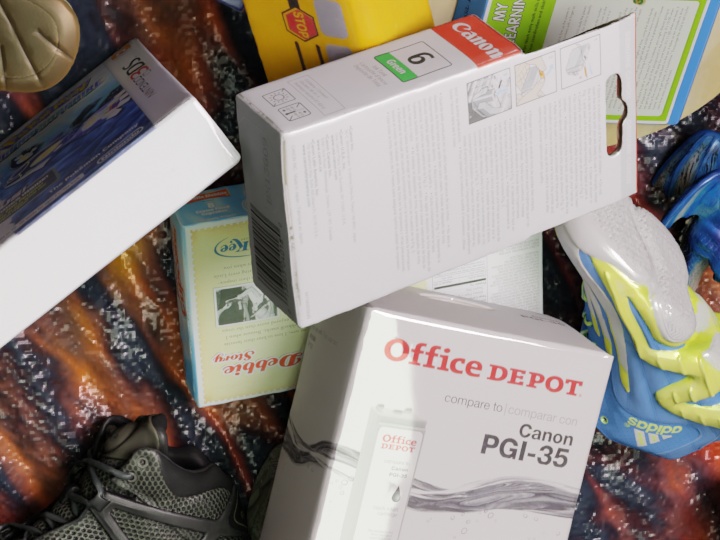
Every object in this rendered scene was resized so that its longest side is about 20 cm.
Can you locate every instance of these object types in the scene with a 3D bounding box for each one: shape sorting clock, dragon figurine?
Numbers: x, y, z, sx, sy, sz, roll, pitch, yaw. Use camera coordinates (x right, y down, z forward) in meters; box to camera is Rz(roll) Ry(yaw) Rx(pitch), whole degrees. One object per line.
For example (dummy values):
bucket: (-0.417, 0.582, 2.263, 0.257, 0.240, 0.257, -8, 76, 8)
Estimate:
shape sorting clock: (0.114, -0.138, 1.366, 0.199, 0.039, 0.201, -7, 137, -7)
dragon figurine: (0.195, -0.038, 1.487, 0.099, 0.059, 0.200, 36, 123, -22)

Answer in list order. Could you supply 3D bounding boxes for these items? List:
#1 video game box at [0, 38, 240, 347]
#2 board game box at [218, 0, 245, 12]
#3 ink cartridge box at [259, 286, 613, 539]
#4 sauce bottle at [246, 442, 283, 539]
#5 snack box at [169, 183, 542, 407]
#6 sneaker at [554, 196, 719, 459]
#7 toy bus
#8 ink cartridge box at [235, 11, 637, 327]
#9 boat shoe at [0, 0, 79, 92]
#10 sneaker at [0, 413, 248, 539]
video game box: (-0.163, -0.028, 1.335, 0.200, 0.182, 0.047, -38, 107, -3)
board game box: (-0.104, -0.262, 1.340, 0.199, 0.041, 0.200, 24, 98, -8)
ink cartridge box: (0.033, 0.117, 1.418, 0.146, 0.083, 0.201, 11, 97, -19)
sauce bottle: (0.035, 0.157, 1.503, 0.199, 0.065, 0.065, 24, 98, -18)
snack box: (0.000, 0.000, 1.451, 0.199, 0.037, 0.117, -10, 123, -12)
sneaker: (0.145, 0.041, 1.469, 0.105, 0.076, 0.200, -29, 120, 27)
toy bus: (-0.007, -0.112, 1.334, 0.065, 0.078, 0.201, -53, 141, -36)
ink cartridge box: (0.040, -0.059, 1.306, 0.199, 0.050, 0.110, -21, 127, -24)
boat shoe: (-0.237, -0.138, 1.346, 0.199, 0.066, 0.074, 20, 101, -6)
sneaker: (-0.157, 0.135, 1.442, 0.198, 0.076, 0.115, -8, 105, -16)
